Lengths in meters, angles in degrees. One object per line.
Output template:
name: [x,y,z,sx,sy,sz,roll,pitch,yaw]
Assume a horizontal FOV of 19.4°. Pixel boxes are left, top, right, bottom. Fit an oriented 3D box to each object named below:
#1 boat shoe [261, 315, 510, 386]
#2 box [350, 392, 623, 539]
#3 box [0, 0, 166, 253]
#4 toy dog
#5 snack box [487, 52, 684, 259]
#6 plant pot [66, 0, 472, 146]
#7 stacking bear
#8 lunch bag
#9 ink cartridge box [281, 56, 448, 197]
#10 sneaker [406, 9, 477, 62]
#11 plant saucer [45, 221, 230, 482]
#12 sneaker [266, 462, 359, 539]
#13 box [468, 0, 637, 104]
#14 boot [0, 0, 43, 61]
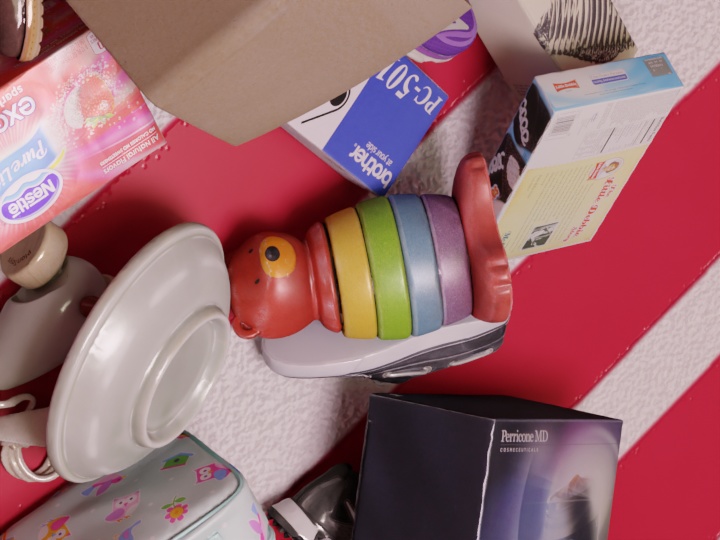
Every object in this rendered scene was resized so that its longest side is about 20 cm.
boat shoe: [0.020,0.056,1.603,0.199,0.072,0.068,-15,135,-19]
box: [0.094,0.200,1.602,0.200,0.123,0.200,5,92,-54]
box: [-0.244,-0.080,1.385,0.200,0.095,0.103,-35,121,-17]
toy dog: [-0.225,0.067,1.442,0.131,0.096,0.201,13,98,-32]
snack box: [0.153,-0.080,1.584,0.116,0.037,0.200,-13,151,-26]
plant pot: [-0.080,-0.195,1.321,0.177,0.200,0.200,-44,160,10]
stacking bear: [0.000,0.000,1.531,0.199,0.122,0.114,-9,155,-4]
lunch bag: [-0.167,0.206,1.483,0.200,0.160,0.077,-35,119,-17]
ink cartridge box: [-0.021,-0.135,1.494,0.094,0.044,0.200,-57,142,-3]
sneaker: [0.049,-0.221,1.479,0.200,0.083,0.081,62,38,-50]
plant saucer: [-0.139,0.066,1.455,0.200,0.050,0.200,-51,159,-28]
sneaker: [0.016,0.226,1.652,0.090,0.066,0.200,-44,120,-8]
box: [0.123,-0.214,1.565,0.082,0.068,0.200,-52,125,-24]
boot: [-0.293,-0.215,1.314,0.166,0.072,0.201,-15,91,-19]
